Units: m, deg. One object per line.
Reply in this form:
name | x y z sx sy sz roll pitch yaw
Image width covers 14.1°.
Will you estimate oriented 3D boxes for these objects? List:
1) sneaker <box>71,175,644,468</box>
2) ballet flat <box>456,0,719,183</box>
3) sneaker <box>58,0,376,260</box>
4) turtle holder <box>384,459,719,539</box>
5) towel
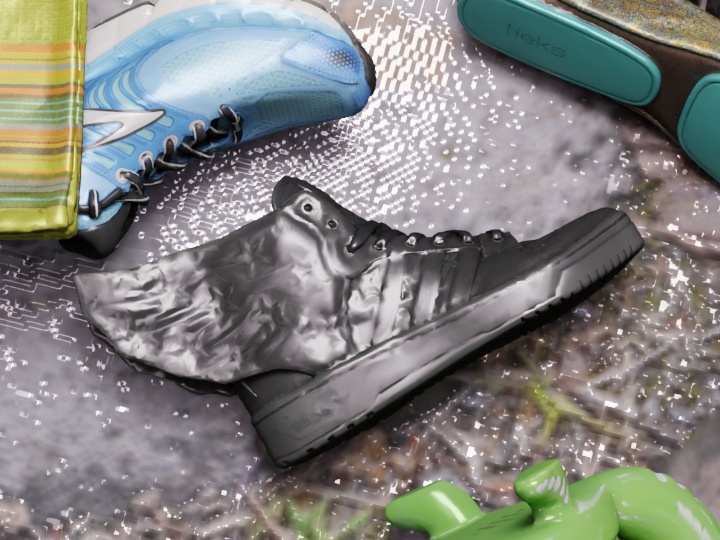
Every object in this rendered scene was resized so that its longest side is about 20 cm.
sneaker | 0.000 0.000 1.114 0.200 0.060 0.104 -31 82 -6
ballet flat | 0.133 -0.082 1.141 0.200 0.071 0.071 31 76 7
sneaker | -0.089 -0.044 1.112 0.200 0.078 0.090 -14 63 4
turtle holder | 0.049 0.143 1.052 0.185 0.141 0.132 -25 92 -48
towel | -0.144 -0.109 1.075 0.086 0.018 0.200 1 75 -1
